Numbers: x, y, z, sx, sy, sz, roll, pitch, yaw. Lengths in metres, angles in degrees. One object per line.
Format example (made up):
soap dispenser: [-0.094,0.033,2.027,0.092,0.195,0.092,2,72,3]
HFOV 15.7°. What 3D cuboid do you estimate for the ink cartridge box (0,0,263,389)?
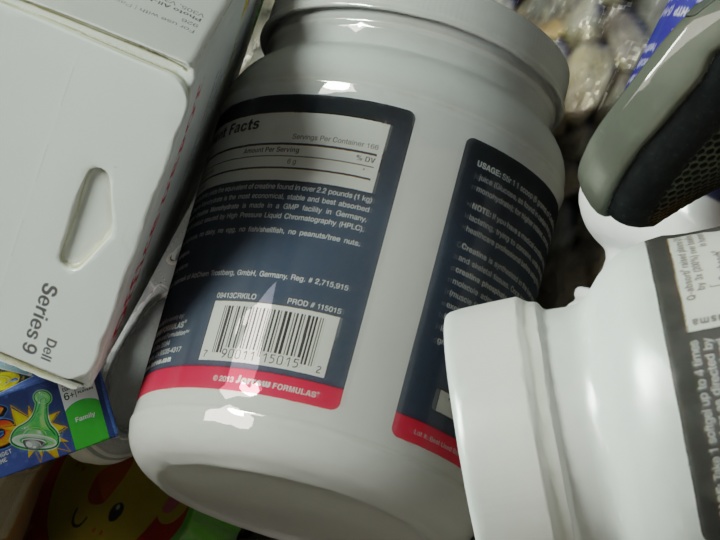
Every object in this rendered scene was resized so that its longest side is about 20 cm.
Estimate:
ink cartridge box: [-0.099,-0.070,1.018,0.200,0.087,0.146,-73,4,-61]

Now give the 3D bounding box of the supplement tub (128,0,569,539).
supplement tub: [0.000,0.000,1.013,0.140,0.140,0.200,-8,61,51]

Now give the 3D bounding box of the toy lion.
toy lion: [-0.112,0.127,1.148,0.192,0.069,0.200,-37,35,21]

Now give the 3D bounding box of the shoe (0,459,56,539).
shoe: [-0.169,0.082,1.157,0.070,0.053,0.200,10,59,51]

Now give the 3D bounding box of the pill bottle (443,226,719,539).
pill bottle: [0.130,0.040,0.755,0.200,0.116,0.117,-10,51,6]

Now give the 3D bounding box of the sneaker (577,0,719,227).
sneaker: [0.165,-0.056,0.765,0.199,0.076,0.114,-34,76,-7]

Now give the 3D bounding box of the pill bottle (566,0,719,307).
pill bottle: [0.142,-0.037,0.867,0.120,0.120,0.200,24,87,56]

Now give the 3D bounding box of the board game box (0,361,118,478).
board game box: [-0.192,0.050,1.067,0.200,0.135,0.035,27,134,64]

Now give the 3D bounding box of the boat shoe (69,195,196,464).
boat shoe: [-0.059,0.003,1.130,0.068,0.072,0.200,-1,40,48]
